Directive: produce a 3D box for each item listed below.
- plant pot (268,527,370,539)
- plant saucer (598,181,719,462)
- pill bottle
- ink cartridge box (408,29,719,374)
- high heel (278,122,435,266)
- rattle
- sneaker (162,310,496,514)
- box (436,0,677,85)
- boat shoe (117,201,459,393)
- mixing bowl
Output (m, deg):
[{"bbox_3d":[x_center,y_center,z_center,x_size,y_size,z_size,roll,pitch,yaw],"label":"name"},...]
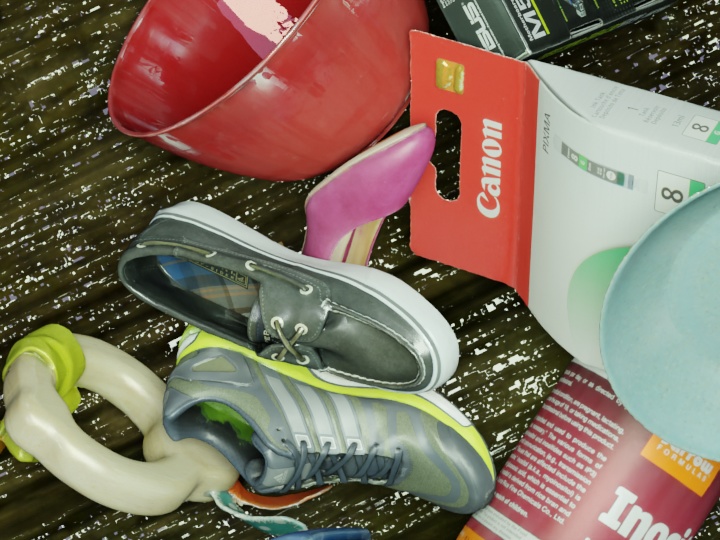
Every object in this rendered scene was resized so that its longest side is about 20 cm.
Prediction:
[{"bbox_3d":[0.020,0.230,1.212,0.180,0.200,0.200,16,88,12],"label":"plant pot"},{"bbox_3d":[0.218,0.015,1.206,0.201,0.039,0.201,-1,129,-1],"label":"plant saucer"},{"bbox_3d":[0.146,0.113,1.357,0.113,0.113,0.200,33,88,0],"label":"pill bottle"},{"bbox_3d":[0.107,-0.030,1.276,0.200,0.161,0.050,17,43,20],"label":"ink cartridge box"},{"bbox_3d":[0.000,0.000,1.336,0.096,0.067,0.200,54,130,7],"label":"high heel"},{"bbox_3d":[-0.138,0.133,1.377,0.200,0.130,0.143,30,99,-26],"label":"rattle"},{"bbox_3d":[-0.022,0.097,1.338,0.200,0.074,0.081,20,46,9],"label":"sneaker"},{"bbox_3d":[0.087,-0.219,1.342,0.193,0.047,0.200,-27,89,-47],"label":"box"},{"bbox_3d":[-0.043,0.024,1.307,0.200,0.057,0.069,23,130,24],"label":"boat shoe"},{"bbox_3d":[-0.035,-0.124,1.343,0.108,0.200,0.200,41,87,-28],"label":"mixing bowl"}]
